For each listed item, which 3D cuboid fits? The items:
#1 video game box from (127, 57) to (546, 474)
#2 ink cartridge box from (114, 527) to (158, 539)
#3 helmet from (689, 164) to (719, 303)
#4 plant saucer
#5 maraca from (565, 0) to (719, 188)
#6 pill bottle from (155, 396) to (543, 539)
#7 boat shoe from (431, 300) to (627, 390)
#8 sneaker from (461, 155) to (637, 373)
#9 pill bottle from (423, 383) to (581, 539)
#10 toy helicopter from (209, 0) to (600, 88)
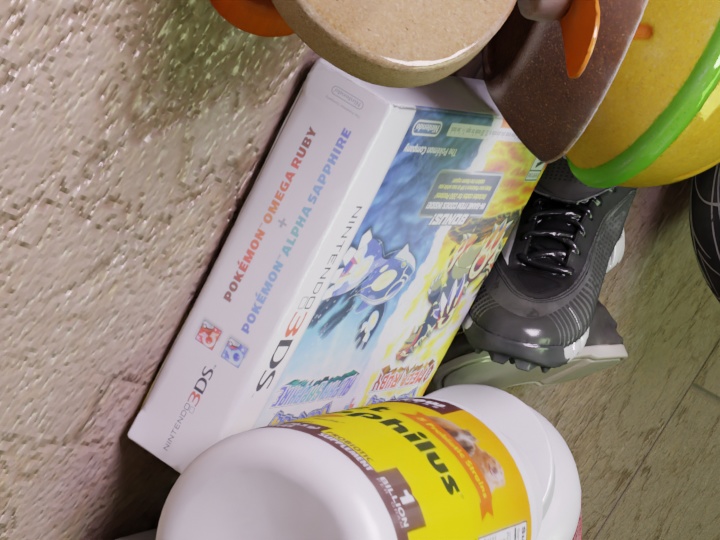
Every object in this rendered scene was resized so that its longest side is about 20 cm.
[{"bbox_3d":[0.000,0.000,0.962,0.182,0.047,0.200,-60,158,15],"label":"video game box"},{"bbox_3d":[-0.068,0.191,1.014,0.146,0.083,0.200,-59,159,17],"label":"ink cartridge box"},{"bbox_3d":[0.298,-0.048,1.329,0.200,0.190,0.200,-3,90,-78],"label":"helmet"},{"bbox_3d":[0.088,-0.143,0.862,0.200,0.034,0.201,-165,-90,-83],"label":"plant saucer"},{"bbox_3d":[0.137,-0.114,0.989,0.137,0.107,0.200,-47,-161,30],"label":"maraca"},{"bbox_3d":[0.006,0.112,0.926,0.200,0.109,0.109,-5,125,-64],"label":"pill bottle"},{"bbox_3d":[0.085,0.032,1.187,0.067,0.057,0.200,-27,166,26],"label":"boat shoe"},{"bbox_3d":[0.098,-0.021,1.092,0.200,0.066,0.091,-52,154,-61],"label":"sneaker"},{"bbox_3d":[0.063,0.131,1.158,0.112,0.112,0.200,-52,163,-13],"label":"pill bottle"},{"bbox_3d":[0.043,-0.143,0.755,0.200,0.132,0.079,-59,-179,-28],"label":"toy helicopter"}]
